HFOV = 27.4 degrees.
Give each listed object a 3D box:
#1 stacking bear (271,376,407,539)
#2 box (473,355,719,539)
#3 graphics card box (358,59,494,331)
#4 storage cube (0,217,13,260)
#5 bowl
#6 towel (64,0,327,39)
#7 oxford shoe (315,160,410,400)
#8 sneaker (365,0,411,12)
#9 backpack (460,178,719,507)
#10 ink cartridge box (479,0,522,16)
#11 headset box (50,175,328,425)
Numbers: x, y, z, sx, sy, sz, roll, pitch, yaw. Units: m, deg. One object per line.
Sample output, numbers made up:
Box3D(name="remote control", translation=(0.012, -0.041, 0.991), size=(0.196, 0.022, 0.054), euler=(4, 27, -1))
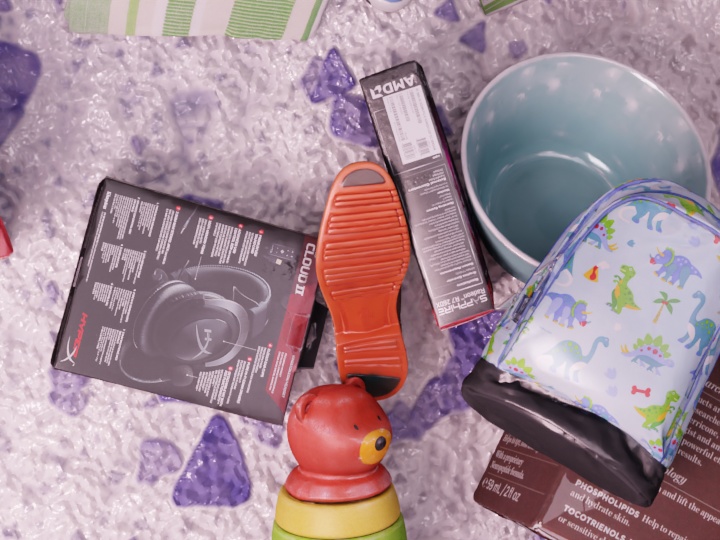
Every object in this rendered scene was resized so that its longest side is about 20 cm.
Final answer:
Box3D(name="stacking bear", translation=(-0.015, 0.185, 1.131), size=(0.121, 0.113, 0.201), euler=(-11, 104, -41))
Box3D(name="box", translation=(0.220, 0.140, 1.178), size=(0.164, 0.166, 0.201), euler=(28, 83, -11))
Box3D(name="graphics card box", translation=(0.054, -0.061, 1.157), size=(0.051, 0.125, 0.201), euler=(-19, 93, 7))
Box3D(name="storage cube", translation=(-0.360, -0.059, 1.033), size=(0.199, 0.171, 0.181), euler=(-25, 97, -13))
Box3D(name="bowl", translation=(0.168, -0.062, 1.179), size=(0.199, 0.105, 0.202), euler=(3, 65, -6))
Box3D(name="towel", translation=(-0.115, -0.220, 1.104), size=(0.199, 0.153, 0.024), euler=(-1, 69, -16))
Box3D(name="oxford shoe", translation=(0.000, 0.000, 1.137), size=(0.071, 0.073, 0.201), euler=(-2, 120, -3))
Box3D(name="sneaker", translation=(0.041, -0.307, 1.182), size=(0.075, 0.077, 0.201), euler=(14, 88, -15))
Box3D(name="backpack", translation=(0.184, 0.035, 1.033), size=(0.163, 0.154, 0.200), euler=(32, 74, 12))
Box3D(name="ink cartridge box", translation=(0.192, -0.276, 1.205), size=(0.199, 0.104, 0.060), euler=(-24, 96, -13))
Box3D(name="headset box", translation=(-0.122, 0.027, 1.139), size=(0.199, 0.077, 0.150), euler=(15, 86, -14))
